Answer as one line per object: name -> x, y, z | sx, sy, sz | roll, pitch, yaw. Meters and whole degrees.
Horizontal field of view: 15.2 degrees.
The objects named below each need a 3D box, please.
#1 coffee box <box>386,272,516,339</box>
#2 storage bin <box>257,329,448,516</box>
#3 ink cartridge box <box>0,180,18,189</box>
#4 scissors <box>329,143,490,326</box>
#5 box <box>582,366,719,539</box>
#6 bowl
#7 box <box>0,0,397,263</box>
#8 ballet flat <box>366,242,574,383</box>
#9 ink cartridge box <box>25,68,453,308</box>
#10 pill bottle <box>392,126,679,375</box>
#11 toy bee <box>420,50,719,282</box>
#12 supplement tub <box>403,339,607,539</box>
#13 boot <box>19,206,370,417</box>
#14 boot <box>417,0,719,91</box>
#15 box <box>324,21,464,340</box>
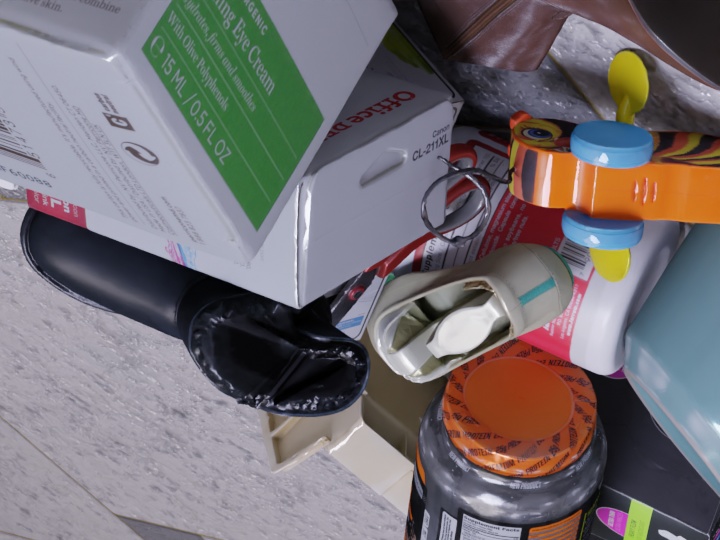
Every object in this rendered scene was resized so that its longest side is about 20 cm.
coffee box -> 0.046, 0.006, 1.818 | 0.199, 0.044, 0.123 | 6, 161, 3
storage bin -> 0.022, 0.134, 2.044 | 0.200, 0.094, 0.199 | 42, -163, -27
ink cartridge box -> -0.197, -0.170, 1.614 | 0.084, 0.201, 0.146 | 26, 159, 8
scissors -> 0.000, 0.000, 1.624 | 0.014, 0.200, 0.073 | 52, -172, 30
box -> 0.198, 0.136, 1.906 | 0.148, 0.125, 0.200 | 25, 160, 13
bowl -> 0.232, 0.070, 1.618 | 0.201, 0.105, 0.201 | 52, 178, 2
box -> -0.123, -0.143, 1.373 | 0.199, 0.172, 0.199 | 18, 158, 28
ballet flat -> 0.050, 0.032, 1.639 | 0.069, 0.070, 0.200 | 36, 148, -17
ink cartridge box -> -0.068, -0.066, 1.517 | 0.199, 0.146, 0.083 | 21, 122, 31
pill bottle -> 0.090, -0.022, 1.699 | 0.199, 0.113, 0.112 | 24, 159, 16
toy bee -> 0.129, -0.067, 1.555 | 0.199, 0.131, 0.109 | 19, -162, -21
supplement tub -> 0.093, 0.145, 1.751 | 0.122, 0.123, 0.201 | 24, 140, 15
boot -> -0.095, 0.013, 1.529 | 0.199, 0.077, 0.168 | 24, -176, -11
boot -> 0.117, -0.135, 1.467 | 0.186, 0.064, 0.200 | 44, 156, 0
box -> -0.021, -0.060, 1.644 | 0.117, 0.060, 0.201 | 50, 136, 31
